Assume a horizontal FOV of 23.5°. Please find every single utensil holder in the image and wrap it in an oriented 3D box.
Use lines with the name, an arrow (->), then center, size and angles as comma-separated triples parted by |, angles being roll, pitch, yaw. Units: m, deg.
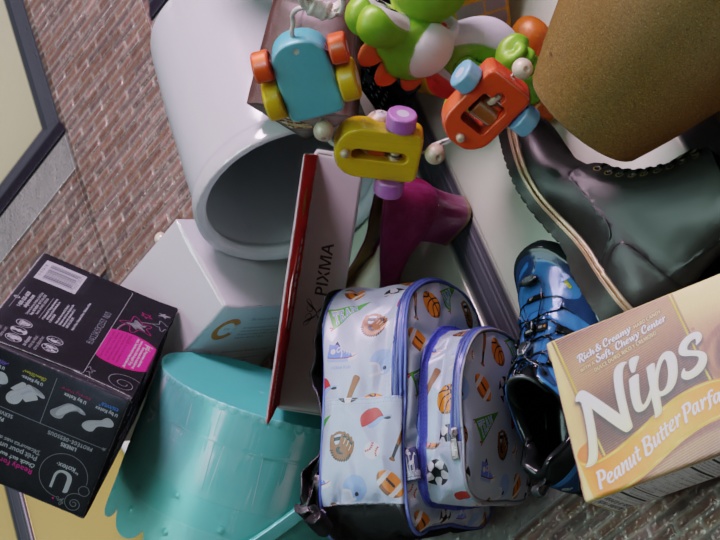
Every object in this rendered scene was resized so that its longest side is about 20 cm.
utensil holder -> -0.085, -0.137, 1.490 | 0.170, 0.169, 0.201 | -46, 48, 31

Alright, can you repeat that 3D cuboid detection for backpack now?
backpack -> 0.041, 0.101, 1.282 | 0.153, 0.200, 0.192 | -13, 78, 19

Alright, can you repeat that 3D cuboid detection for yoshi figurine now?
yoshi figurine -> 0.082, -0.184, 1.288 | 0.112, 0.199, 0.113 | -8, 74, 48

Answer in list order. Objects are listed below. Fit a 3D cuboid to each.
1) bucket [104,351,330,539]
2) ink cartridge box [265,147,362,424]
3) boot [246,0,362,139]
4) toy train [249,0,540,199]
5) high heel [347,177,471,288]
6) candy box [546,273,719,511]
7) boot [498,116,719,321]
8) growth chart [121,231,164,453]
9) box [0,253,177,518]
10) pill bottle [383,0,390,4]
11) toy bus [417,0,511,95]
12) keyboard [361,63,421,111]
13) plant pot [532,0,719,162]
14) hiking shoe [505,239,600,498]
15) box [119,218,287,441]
bucket -> -0.098, 0.160, 1.415 | 0.207, 0.206, 0.136 | 28, 103, 47
ink cartridge box -> -0.033, 0.010, 1.318 | 0.176, 0.044, 0.202 | -85, 3, -85
boot -> -0.074, -0.210, 1.366 | 0.185, 0.064, 0.202 | 8, 90, 29
toy train -> 0.021, -0.137, 1.227 | 0.150, 0.199, 0.056 | -49, 23, 28
high heel -> 0.000, 0.000, 1.415 | 0.200, 0.095, 0.068 | -43, 53, 33
candy box -> 0.231, 0.072, 1.139 | 0.199, 0.055, 0.116 | -24, 63, 26
boot -> 0.196, -0.066, 1.241 | 0.138, 0.077, 0.201 | -44, 62, 25
growth chart -> -0.201, 0.084, 1.680 | 0.145, 0.018, 0.201 | 46, 116, 42
box -> -0.240, 0.088, 1.380 | 0.200, 0.131, 0.115 | -77, 10, -71
pill bottle -> 0.021, -0.296, 1.433 | 0.106, 0.106, 0.202 | 19, 114, 48
toy bus -> 0.069, -0.243, 1.372 | 0.065, 0.078, 0.202 | 14, 121, 49
keyboard -> -0.027, -0.211, 1.414 | 0.201, 0.039, 0.104 | 54, 154, 9
plant pot -> 0.210, -0.177, 1.156 | 0.200, 0.185, 0.187 | -52, 48, 28
hiking shoe -> 0.142, 0.065, 1.249 | 0.074, 0.086, 0.202 | -33, 59, 38
box -> -0.155, 0.054, 1.540 | 0.200, 0.124, 0.098 | -46, 64, 30
